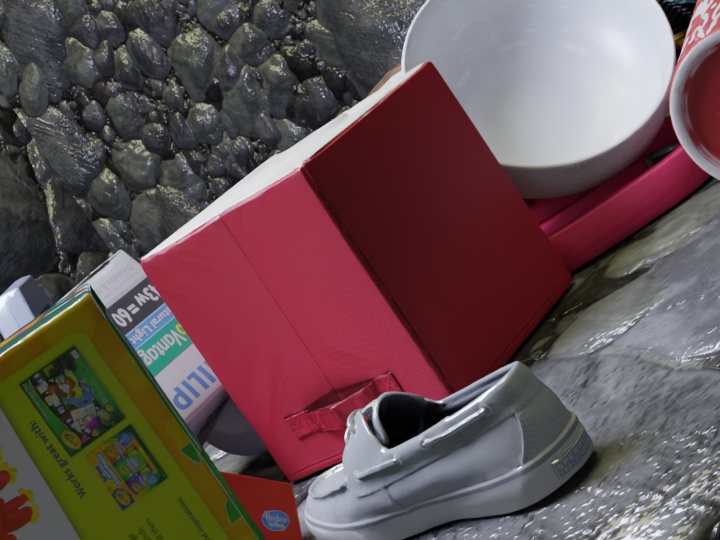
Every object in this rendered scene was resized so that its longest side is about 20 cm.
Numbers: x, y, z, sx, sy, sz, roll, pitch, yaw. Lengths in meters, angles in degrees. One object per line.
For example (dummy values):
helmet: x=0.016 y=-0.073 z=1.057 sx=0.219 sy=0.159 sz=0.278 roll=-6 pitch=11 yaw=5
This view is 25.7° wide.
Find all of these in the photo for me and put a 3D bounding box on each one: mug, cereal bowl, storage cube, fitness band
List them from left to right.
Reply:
storage cube: x=0.000 y=0.000 z=1.039 sx=0.170 sy=0.180 sz=0.200 roll=-27 pitch=12 yaw=41
cereal bowl: x=0.129 y=-0.131 z=1.146 sx=0.200 sy=0.200 sz=0.084 roll=-37 pitch=-30 yaw=-17
fitness band: x=0.174 y=-0.047 z=1.141 sx=0.199 sy=0.038 sz=0.144 roll=-35 pitch=11 yaw=5
mug: x=0.280 y=-0.151 z=0.984 sx=0.177 sy=0.134 sz=0.200 roll=-29 pitch=14 yaw=33

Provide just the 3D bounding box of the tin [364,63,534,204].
tin: x=0.070 y=-0.105 z=1.252 sx=0.200 sy=0.042 sz=0.112 roll=31 pitch=86 yaw=47

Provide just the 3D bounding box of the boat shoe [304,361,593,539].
boat shoe: x=0.027 y=0.091 z=0.792 sx=0.072 sy=0.069 sz=0.200 roll=-39 pitch=10 yaw=-34

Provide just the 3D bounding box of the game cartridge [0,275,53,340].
game cartridge: x=-0.261 y=0.101 z=1.407 sx=0.041 sy=0.201 sz=0.133 roll=-31 pitch=8 yaw=-5

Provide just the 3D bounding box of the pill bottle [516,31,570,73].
pill bottle: x=0.164 y=-0.160 z=1.310 sx=0.112 sy=0.113 sz=0.200 roll=-35 pitch=-16 yaw=-9

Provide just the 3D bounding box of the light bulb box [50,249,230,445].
light bulb box: x=-0.201 y=0.128 z=1.068 sx=0.198 sy=0.125 sz=0.201 roll=-44 pitch=-12 yaw=-47

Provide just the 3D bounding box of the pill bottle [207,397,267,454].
pill bottle: x=-0.051 y=0.040 z=1.189 sx=0.112 sy=0.113 sz=0.200 roll=-26 pitch=11 yaw=44

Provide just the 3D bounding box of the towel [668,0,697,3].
towel: x=0.290 y=-0.217 z=1.192 sx=0.198 sy=0.022 sz=0.147 roll=1 pitch=19 yaw=-20

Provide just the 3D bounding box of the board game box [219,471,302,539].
board game box: x=-0.154 y=0.149 z=0.867 sx=0.152 sy=0.041 sz=0.199 roll=-29 pitch=-30 yaw=32

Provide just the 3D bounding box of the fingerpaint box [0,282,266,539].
fingerpaint box: x=-0.135 y=0.136 z=0.716 sx=0.166 sy=0.201 sz=0.073 roll=-36 pitch=9 yaw=-7

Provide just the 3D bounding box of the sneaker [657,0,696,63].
sneaker: x=0.282 y=-0.153 z=1.208 sx=0.070 sy=0.090 sz=0.200 roll=-41 pitch=34 yaw=3
